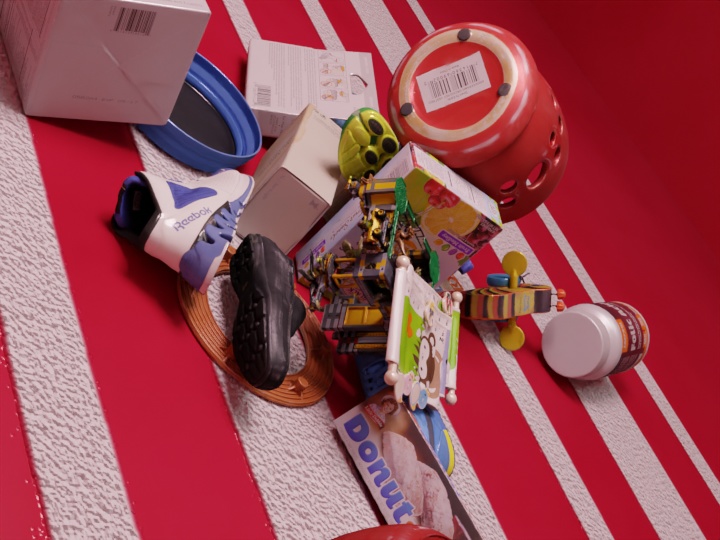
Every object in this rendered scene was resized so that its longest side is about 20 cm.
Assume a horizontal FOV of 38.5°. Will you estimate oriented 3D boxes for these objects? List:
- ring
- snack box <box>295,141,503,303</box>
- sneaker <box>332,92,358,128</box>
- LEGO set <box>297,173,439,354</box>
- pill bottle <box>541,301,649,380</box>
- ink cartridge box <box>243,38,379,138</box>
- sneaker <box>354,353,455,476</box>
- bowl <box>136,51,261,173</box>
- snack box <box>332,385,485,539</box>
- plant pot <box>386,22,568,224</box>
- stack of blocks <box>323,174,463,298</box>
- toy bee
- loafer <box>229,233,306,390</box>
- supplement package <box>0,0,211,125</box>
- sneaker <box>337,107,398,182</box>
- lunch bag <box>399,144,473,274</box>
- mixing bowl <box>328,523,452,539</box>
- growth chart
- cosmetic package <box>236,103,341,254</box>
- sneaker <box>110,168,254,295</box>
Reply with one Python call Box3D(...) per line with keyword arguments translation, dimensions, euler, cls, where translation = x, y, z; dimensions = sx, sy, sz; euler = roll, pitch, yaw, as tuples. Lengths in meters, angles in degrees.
Box3D(translation=(-0.100, 0.049, 1.043), dimensions=(0.200, 0.019, 0.201), euler=(36, 27, -21), cls="ring")
Box3D(translation=(0.042, -0.033, 1.168), dimensions=(0.142, 0.200, 0.053), euler=(32, 31, -29), cls="snack box")
Box3D(translation=(-0.048, -0.212, 1.437), dimensions=(0.090, 0.078, 0.201), euler=(35, 27, -16), cls="sneaker")
Box3D(translation=(0.000, 0.000, 1.061), dimensions=(0.200, 0.115, 0.155), euler=(52, 41, -58), cls="LEGO set")
Box3D(translation=(0.356, 0.106, 1.564), dimensions=(0.199, 0.114, 0.115), euler=(-1, 52, -58), cls="pill bottle")
Box3D(translation=(-0.068, -0.240, 1.387), dimensions=(0.174, 0.045, 0.201), euler=(6, 37, -8), cls="ink cartridge box")
Box3D(translation=(0.034, 0.129, 1.072), dimensions=(0.078, 0.066, 0.201), euler=(30, 30, -53), cls="sneaker")
Box3D(translation=(-0.204, -0.195, 1.208), dimensions=(0.200, 0.039, 0.201), euler=(36, 27, -22), cls="bowl")
Box3D(translation=(0.051, 0.211, 0.981), dimensions=(0.201, 0.072, 0.024), euler=(59, 4, 24), cls="snack box")
Box3D(translation=(0.135, -0.173, 1.216), dimensions=(0.201, 0.200, 0.182), euler=(59, 8, 25), cls="plant pot")
Box3D(translation=(0.034, -0.035, 1.328), dimensions=(0.115, 0.059, 0.201), euler=(0, 52, -58), cls="stack of blocks")
Box3D(translation=(0.228, 0.033, 1.452), dimensions=(0.200, 0.108, 0.132), euler=(-40, 126, -44), cls="toy bee")
Box3D(translation=(-0.082, 0.039, 0.983), dimensions=(0.070, 0.068, 0.201), euler=(24, 29, -25), cls="loafer")
Box3D(translation=(-0.271, -0.275, 1.047), dimensions=(0.151, 0.151, 0.201), euler=(-1, 50, -35), cls="supplement package")
Box3D(translation=(0.007, -0.138, 1.207), dimensions=(0.200, 0.073, 0.084), euler=(66, 2, -69), cls="sneaker")
Box3D(translation=(0.098, -0.084, 1.392), dimensions=(0.093, 0.151, 0.201), euler=(-24, 76, -21), cls="lunch bag")
Box3D(translation=(0.043, 0.282, 0.827), dimensions=(0.200, 0.108, 0.201), euler=(37, 27, -23), cls="mixing bowl")
Box3D(translation=(0.065, 0.070, 1.034), dimensions=(0.200, 0.018, 0.146), euler=(34, 56, -63), cls="growth chart")
Box3D(translation=(-0.078, -0.106, 1.205), dimensions=(0.073, 0.104, 0.200), euler=(39, 25, -13), cls="cosmetic package")
Box3D(translation=(-0.175, -0.064, 1.003), dimensions=(0.114, 0.081, 0.200), euler=(28, 23, -11), cls="sneaker")
